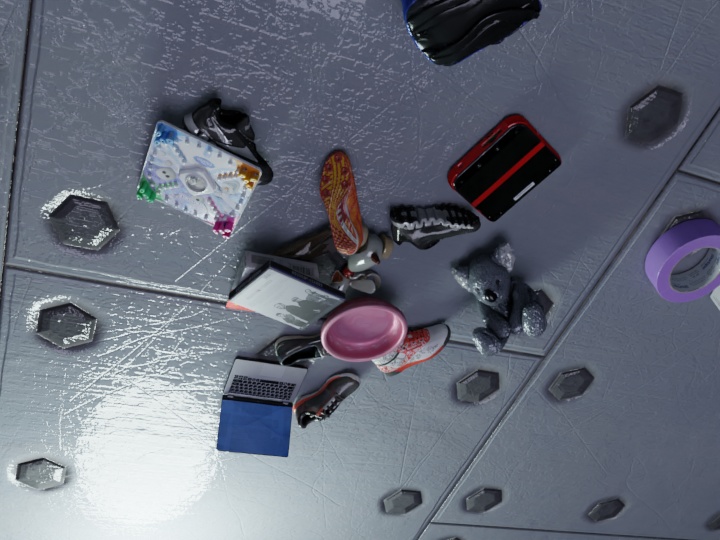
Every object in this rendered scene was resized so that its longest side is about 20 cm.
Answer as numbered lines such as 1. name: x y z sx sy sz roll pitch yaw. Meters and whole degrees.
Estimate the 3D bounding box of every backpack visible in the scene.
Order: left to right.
1. backpack: 0.165 -0.438 1.200 0.197 0.170 0.163 -31 128 20

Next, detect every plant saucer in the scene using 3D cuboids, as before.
1. plant saucer: 0.007 0.126 1.675 0.194 0.052 0.203 -5 139 -5

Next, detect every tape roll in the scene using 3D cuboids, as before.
1. tape roll: 0.778 -0.021 1.766 0.194 0.066 0.204 -6 130 -7

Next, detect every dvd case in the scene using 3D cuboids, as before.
1. dvd case: -0.151 0.054 1.542 0.197 0.025 0.149 26 135 -35

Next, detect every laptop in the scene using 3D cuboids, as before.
1. laptop: -0.235 0.330 1.794 0.183 0.117 0.203 10 127 -22

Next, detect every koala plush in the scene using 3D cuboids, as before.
1. koala plush: 0.302 0.046 1.674 0.175 0.185 0.202 -27 111 27

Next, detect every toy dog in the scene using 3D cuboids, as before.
1. toy dog: 0.000 0.000 1.581 0.128 0.098 0.204 1 130 -13

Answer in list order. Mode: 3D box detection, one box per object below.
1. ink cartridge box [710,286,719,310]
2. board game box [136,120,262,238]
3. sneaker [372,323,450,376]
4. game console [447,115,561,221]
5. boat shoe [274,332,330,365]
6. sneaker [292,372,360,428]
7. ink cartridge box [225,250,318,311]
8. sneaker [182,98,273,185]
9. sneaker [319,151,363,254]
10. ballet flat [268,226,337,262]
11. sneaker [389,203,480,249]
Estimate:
1. ink cartridge box: 0.973 0.014 1.827 0.141 0.085 0.204 -2 131 -12
2. board game box: -0.299 -0.157 1.359 0.196 0.026 0.201 24 140 -13
3. sneaker: 0.111 0.172 1.773 0.199 0.068 0.108 -32 132 18
4. game console: 0.292 -0.205 1.525 0.199 0.031 0.175 -41 131 22
5. boat shoe: -0.100 0.187 1.740 0.194 0.062 0.074 -3 129 -11
6. sneaker: -0.078 0.332 1.854 0.198 0.083 0.077 -34 129 17
7. ink cartridge box: -0.191 0.048 1.584 0.157 0.051 0.202 9 138 -19
8. sneaker: -0.218 -0.232 1.344 0.090 0.067 0.199 -36 126 22
9. sneaker: -0.036 -0.135 1.475 0.071 0.077 0.205 0 111 14
10. ballet flat: -0.119 -0.044 1.558 0.196 0.047 0.067 -24 142 15
11. sneaker: 0.152 -0.087 1.568 0.194 0.067 0.092 0 133 -8
